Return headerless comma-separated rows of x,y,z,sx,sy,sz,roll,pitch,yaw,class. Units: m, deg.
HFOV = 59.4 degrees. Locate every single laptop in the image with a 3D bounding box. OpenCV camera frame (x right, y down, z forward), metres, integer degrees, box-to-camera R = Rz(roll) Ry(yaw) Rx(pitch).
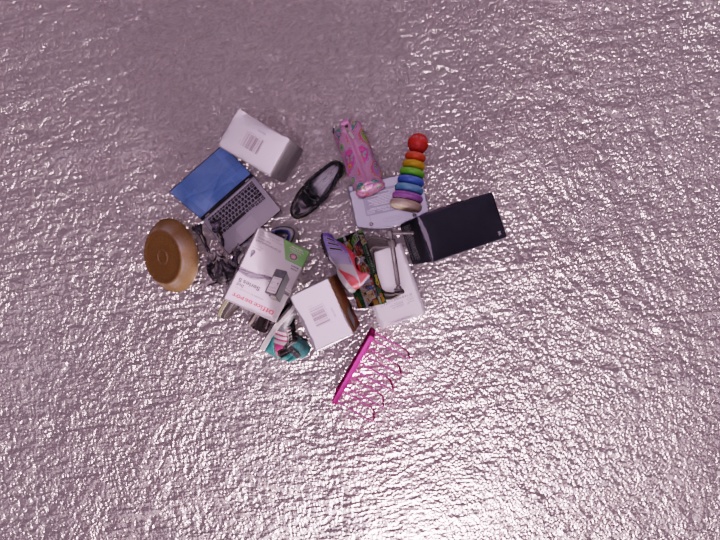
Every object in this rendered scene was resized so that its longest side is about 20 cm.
-0.353,-0.182,1.661,0.187,0.116,0.200,-40,79,4,laptop

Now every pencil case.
-0.005,-0.291,1.638,0.087,0.087,0.200,-20,78,4,pencil case

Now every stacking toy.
0.137,-0.255,1.625,0.085,0.085,0.200,13,88,2,stacking toy

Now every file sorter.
0.031,0.273,1.655,0.125,0.139,0.200,29,94,0,file sorter

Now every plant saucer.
-0.513,-0.038,1.672,0.200,0.035,0.200,6,101,32,plant saucer

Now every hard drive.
0.082,0.041,1.697,0.132,0.027,0.200,-20,92,4,hard drive

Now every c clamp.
0.070,-0.012,1.610,0.171,0.027,0.200,12,116,42,c clamp

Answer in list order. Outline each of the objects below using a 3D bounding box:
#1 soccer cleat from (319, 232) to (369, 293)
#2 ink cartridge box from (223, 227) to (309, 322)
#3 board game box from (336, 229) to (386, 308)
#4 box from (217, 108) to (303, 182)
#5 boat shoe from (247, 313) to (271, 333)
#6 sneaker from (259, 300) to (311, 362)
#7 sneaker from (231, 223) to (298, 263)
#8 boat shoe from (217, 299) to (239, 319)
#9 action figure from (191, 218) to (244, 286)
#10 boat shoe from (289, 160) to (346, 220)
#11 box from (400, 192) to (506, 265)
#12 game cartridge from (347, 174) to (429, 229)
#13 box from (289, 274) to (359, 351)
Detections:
-0.042,-0.032,1.646,0.073,0.068,0.200,-36,55,10,soccer cleat
-0.237,0.011,1.591,0.145,0.084,0.200,26,87,-12,ink cartridge box
0.000,0.000,1.668,0.023,0.105,0.200,-20,92,-36,board game box
-0.249,-0.313,1.610,0.152,0.200,0.106,30,95,1,box
-0.227,0.080,1.700,0.057,0.067,0.200,34,99,-15,boat shoe
-0.179,0.173,1.662,0.121,0.084,0.200,32,132,-4,sneaker
-0.262,-0.067,1.679,0.200,0.088,0.075,-31,93,5,sneaker
-0.301,0.062,1.694,0.065,0.073,0.200,42,94,5,boat shoe
-0.361,-0.036,1.647,0.119,0.102,0.200,-16,109,6,action figure
-0.117,-0.214,1.674,0.199,0.066,0.075,-41,91,4,boat shoe
0.227,-0.101,1.581,0.200,0.198,0.123,-19,92,-9,box
0.076,-0.181,1.683,0.200,0.040,0.133,-11,89,3,game cartridge
-0.087,0.103,1.614,0.106,0.200,0.152,-26,91,5,box
